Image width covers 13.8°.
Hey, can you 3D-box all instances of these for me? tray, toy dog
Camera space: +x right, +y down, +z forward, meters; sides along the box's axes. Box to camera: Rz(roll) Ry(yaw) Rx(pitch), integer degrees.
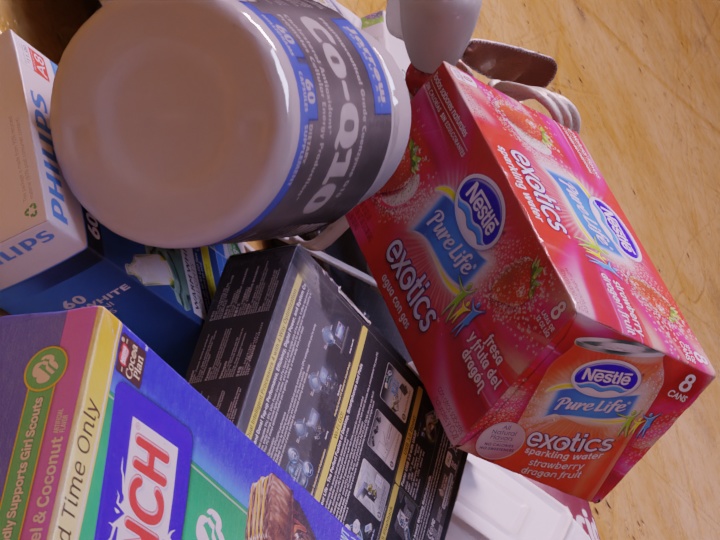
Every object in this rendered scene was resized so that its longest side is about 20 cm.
[{"bbox_3d":[0.030,0.099,1.491,0.200,0.022,0.107,36,28,0],"label":"tray"},{"bbox_3d":[0.056,-0.098,1.620,0.132,0.200,0.096,39,54,1],"label":"toy dog"}]

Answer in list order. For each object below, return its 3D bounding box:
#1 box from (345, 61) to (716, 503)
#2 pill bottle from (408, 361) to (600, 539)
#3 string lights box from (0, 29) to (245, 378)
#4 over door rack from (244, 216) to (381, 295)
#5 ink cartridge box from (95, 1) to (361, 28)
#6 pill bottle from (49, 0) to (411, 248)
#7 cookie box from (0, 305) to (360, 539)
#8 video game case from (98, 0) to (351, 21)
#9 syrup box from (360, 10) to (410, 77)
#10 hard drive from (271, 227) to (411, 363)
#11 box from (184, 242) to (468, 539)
[{"bbox_3d":[0.077,0.004,1.442,0.100,0.095,0.200,25,27,-36],"label":"box"},{"bbox_3d":[0.072,0.149,1.602,0.114,0.114,0.200,37,32,-56],"label":"pill bottle"},{"bbox_3d":[-0.121,-0.017,1.354,0.200,0.059,0.103,38,33,-56],"label":"string lights box"},{"bbox_3d":[0.000,0.000,1.526,0.148,0.067,0.200,25,18,-31],"label":"over door rack"},{"bbox_3d":[-0.096,-0.153,1.599,0.200,0.050,0.109,34,26,-12],"label":"ink cartridge box"},{"bbox_3d":[-0.051,-0.070,1.339,0.114,0.114,0.200,66,18,4],"label":"pill bottle"},{"bbox_3d":[-0.089,0.136,1.139,0.200,0.075,0.171,46,45,-45],"label":"cookie box"},{"bbox_3d":[-0.087,-0.163,1.539,0.182,0.023,0.200,7,41,-50],"label":"video game case"},{"bbox_3d":[0.031,-0.055,1.817,0.200,0.081,0.079,54,19,-36],"label":"syrup box"},{"bbox_3d":[0.013,0.029,1.711,0.200,0.042,0.135,35,34,-56],"label":"hard drive"},{"bbox_3d":[-0.026,0.114,1.350,0.161,0.049,0.200,49,45,-39],"label":"box"}]
